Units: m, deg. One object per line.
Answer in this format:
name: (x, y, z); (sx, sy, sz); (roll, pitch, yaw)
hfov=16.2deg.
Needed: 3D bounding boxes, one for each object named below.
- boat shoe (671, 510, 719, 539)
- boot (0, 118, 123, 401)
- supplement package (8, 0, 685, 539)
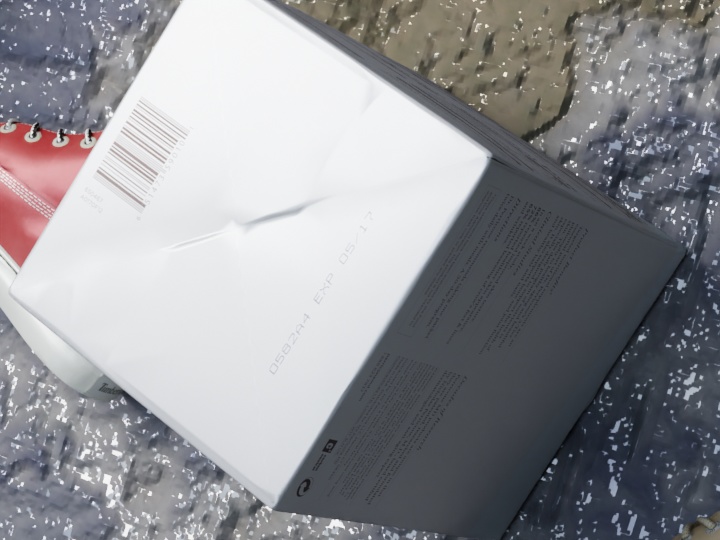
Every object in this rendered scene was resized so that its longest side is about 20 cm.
boat shoe: (0.143, 0.132, 0.991); (0.200, 0.076, 0.072); (4, 80, 18)
boot: (-0.134, -0.059, 1.164); (0.200, 0.072, 0.144); (45, 102, 17)
supplement package: (0.000, 0.000, 1.008); (0.151, 0.200, 0.152); (36, 98, 28)
